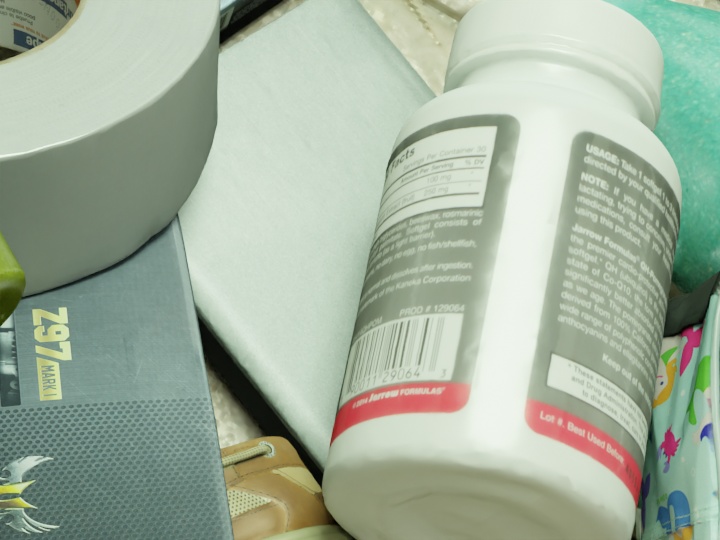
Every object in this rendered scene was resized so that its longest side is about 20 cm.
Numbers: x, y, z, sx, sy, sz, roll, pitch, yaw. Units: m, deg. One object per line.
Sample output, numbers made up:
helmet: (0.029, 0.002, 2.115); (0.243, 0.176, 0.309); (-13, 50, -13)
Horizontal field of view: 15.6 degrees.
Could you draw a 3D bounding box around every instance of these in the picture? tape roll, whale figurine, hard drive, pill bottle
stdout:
tape roll: (-0.150, -0.078, 0.951); (0.199, 0.066, 0.201); (2, 42, -2)
whale figurine: (0.148, -0.060, 1.044); (0.159, 0.104, 0.200); (-38, 79, -26)
hard drive: (0.000, 0.000, 1.016); (0.139, 0.033, 0.200); (-34, 78, -26)
pill bottle: (0.057, 0.003, 0.948); (0.110, 0.111, 0.201); (16, 62, -7)

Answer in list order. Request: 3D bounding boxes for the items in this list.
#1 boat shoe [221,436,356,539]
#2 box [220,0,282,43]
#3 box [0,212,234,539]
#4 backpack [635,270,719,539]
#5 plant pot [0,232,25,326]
boat shoe: (-0.098, 0.105, 0.923); (0.199, 0.076, 0.074); (-9, 63, -28)
box: (-0.046, -0.187, 1.087); (0.200, 0.040, 0.137); (-36, 80, -27)
box: (-0.128, 0.057, 0.884); (0.156, 0.051, 0.201); (-4, 37, -7)
backpack: (0.184, 0.102, 0.950); (0.176, 0.151, 0.201); (6, 66, -15)
plant pot: (-0.203, -0.037, 0.776); (0.200, 0.200, 0.194); (-31, 85, -25)
